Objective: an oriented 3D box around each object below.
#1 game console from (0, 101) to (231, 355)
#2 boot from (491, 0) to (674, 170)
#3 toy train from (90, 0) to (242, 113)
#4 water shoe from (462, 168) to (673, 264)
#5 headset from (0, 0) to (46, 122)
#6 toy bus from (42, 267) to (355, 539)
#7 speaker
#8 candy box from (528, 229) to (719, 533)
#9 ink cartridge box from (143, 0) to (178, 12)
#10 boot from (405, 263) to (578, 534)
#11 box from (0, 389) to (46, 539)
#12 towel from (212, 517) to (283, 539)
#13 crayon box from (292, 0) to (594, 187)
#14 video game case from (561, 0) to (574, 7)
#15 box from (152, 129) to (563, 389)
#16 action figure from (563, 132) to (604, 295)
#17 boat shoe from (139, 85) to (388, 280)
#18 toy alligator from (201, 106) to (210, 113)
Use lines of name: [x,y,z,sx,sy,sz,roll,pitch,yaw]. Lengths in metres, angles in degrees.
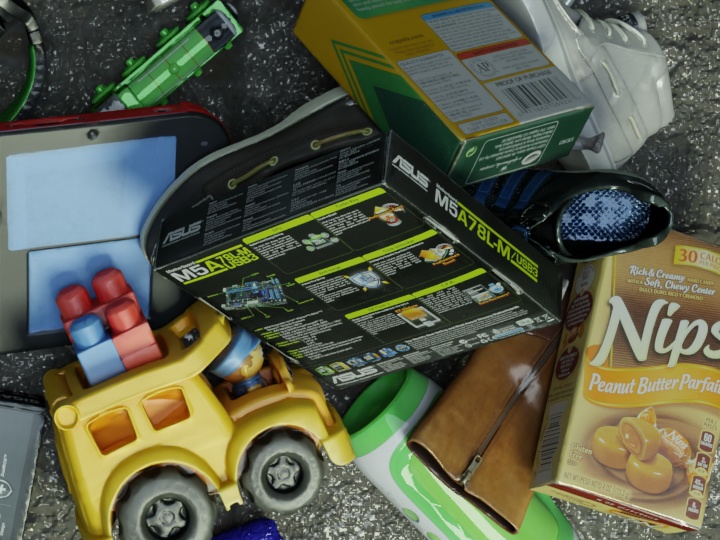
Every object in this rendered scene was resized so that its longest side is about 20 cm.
game console: [-0.187,-0.026,1.433,0.198,0.031,0.178,-7,119,-20]
boot: [0.158,-0.162,1.488,0.095,0.073,0.201,-39,128,-13]
toy train: [-0.161,-0.117,1.450,0.200,0.056,0.042,-42,104,-2]
water shoe: [0.110,-0.036,1.396,0.198,0.079,0.072,-9,98,-7]
headset: [-0.284,-0.171,1.397,0.123,0.094,0.201,-23,114,-7]
toy bus: [-0.125,0.084,1.448,0.198,0.136,0.194,-21,104,-8]
speaker: [0.076,0.164,1.530,0.088,0.088,0.200,-44,104,-1]
candy box: [0.198,0.072,1.470,0.115,0.055,0.202,18,75,-16]
ink cartridge box: [-0.121,-0.297,1.405,0.145,0.084,0.201,-26,97,-6]
boot: [0.151,0.100,1.497,0.188,0.068,0.201,38,61,-14]
box: [-0.316,0.175,1.473,0.157,0.046,0.202,11,97,-13]
towel: [-0.126,0.284,1.527,0.199,0.050,0.149,-25,104,-6]
crayon box: [0.046,-0.146,1.402,0.125,0.200,0.052,-17,146,-39]
video game case: [0.087,-0.252,1.495,0.182,0.023,0.201,37,91,-14]
box: [0.000,0.000,1.362,0.193,0.199,0.048,37,48,-37]
action figure: [0.061,-0.036,1.486,0.192,0.105,0.202,14,108,8]
boat shoe: [-0.063,-0.051,1.408,0.200,0.061,0.072,-34,126,10]
toy alligator: [-0.065,-0.033,1.490,0.054,0.059,0.201,-33,101,-50]
